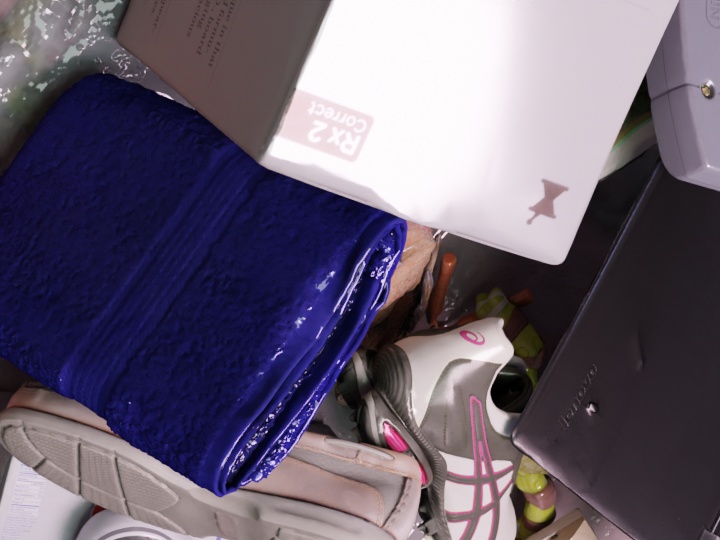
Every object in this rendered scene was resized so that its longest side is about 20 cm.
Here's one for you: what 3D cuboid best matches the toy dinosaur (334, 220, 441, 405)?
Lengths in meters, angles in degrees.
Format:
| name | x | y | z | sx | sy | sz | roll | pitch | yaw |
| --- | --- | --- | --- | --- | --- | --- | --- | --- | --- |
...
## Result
| name | x | y | z | sx | sy | sz | roll | pitch | yaw |
| --- | --- | --- | --- | --- | --- | --- | --- | --- | --- |
| toy dinosaur | 0.000 | 0.000 | 1.215 | 0.135 | 0.200 | 0.086 | -7 | 73 | -25 |

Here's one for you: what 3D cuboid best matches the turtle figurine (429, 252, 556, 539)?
| name | x | y | z | sx | sy | sz | roll | pitch | yaw |
| --- | --- | --- | --- | --- | --- | --- | --- | --- | --- |
| turtle figurine | 0.111 | 0.068 | 1.340 | 0.160 | 0.064 | 0.201 | -18 | 118 | -18 |

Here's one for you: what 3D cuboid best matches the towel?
| name | x | y | z | sx | sy | sz | roll | pitch | yaw |
| --- | --- | --- | --- | --- | --- | --- | --- | --- | --- |
| towel | -0.087 | 0.004 | 1.130 | 0.148 | 0.199 | 0.050 | -54 | 148 | -12 |

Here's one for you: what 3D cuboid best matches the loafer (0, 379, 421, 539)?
| name | x | y | z | sx | sy | sz | roll | pitch | yaw |
| --- | --- | --- | --- | --- | --- | --- | --- | --- | --- |
| loafer | -0.068 | 0.088 | 1.160 | 0.072 | 0.199 | 0.063 | 96 | 16 | -60 |

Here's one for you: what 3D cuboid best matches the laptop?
| name | x | y | z | sx | sy | sz | roll | pitch | yaw |
| --- | --- | --- | --- | --- | --- | --- | --- | --- | --- |
| laptop | 0.161 | 0.061 | 1.299 | 0.115 | 0.200 | 0.188 | 28 | 73 | 8 |

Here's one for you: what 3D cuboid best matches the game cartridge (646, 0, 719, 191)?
| name | x | y | z | sx | sy | sz | roll | pitch | yaw |
| --- | --- | --- | --- | --- | --- | --- | --- | --- | --- |
| game cartridge | 0.203 | -0.131 | 1.262 | 0.132 | 0.041 | 0.201 | 13 | 71 | -26 |

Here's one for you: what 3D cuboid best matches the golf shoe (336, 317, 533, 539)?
| name | x | y | z | sx | sy | sz | roll | pitch | yaw |
| --- | --- | --- | --- | --- | --- | --- | --- | --- | --- |
| golf shoe | 0.057 | 0.091 | 1.241 | 0.088 | 0.077 | 0.200 | -26 | 149 | 4 |

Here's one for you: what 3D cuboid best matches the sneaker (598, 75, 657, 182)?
| name | x | y | z | sx | sy | sz | roll | pitch | yaw |
| --- | --- | --- | --- | --- | --- | --- | --- | --- | --- |
| sneaker | 0.124 | -0.103 | 1.279 | 0.199 | 0.077 | 0.089 | -25 | 109 | -22 |

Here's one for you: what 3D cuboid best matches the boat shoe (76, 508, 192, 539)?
| name | x | y | z | sx | sy | sz | roll | pitch | yaw |
| --- | --- | --- | --- | --- | --- | --- | --- | --- | --- |
| boat shoe | -0.101 | 0.209 | 1.224 | 0.069 | 0.066 | 0.201 | -7 | 123 | -8 |

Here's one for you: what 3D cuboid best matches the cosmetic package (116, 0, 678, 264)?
| name | x | y | z | sx | sy | sz | roll | pitch | yaw |
| --- | --- | --- | --- | --- | --- | --- | --- | --- | --- |
| cosmetic package | 0.016 | -0.127 | 1.131 | 0.164 | 0.200 | 0.166 | 17 | 102 | -30 |

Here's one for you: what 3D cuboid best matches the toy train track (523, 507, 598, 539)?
| name | x | y | z | sx | sy | sz | roll | pitch | yaw |
| --- | --- | --- | --- | --- | --- | --- | --- | --- | --- |
| toy train track | 0.043 | 0.196 | 1.356 | 0.199 | 0.033 | 0.115 | -31 | 133 | 3 |

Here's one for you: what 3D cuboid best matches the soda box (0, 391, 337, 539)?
| name | x | y | z | sx | sy | sz | roll | pitch | yaw |
| --- | --- | --- | --- | --- | --- | --- | --- | --- | --- |
| soda box | -0.098 | 0.110 | 1.256 | 0.199 | 0.068 | 0.064 | 8 | 110 | -27 |
